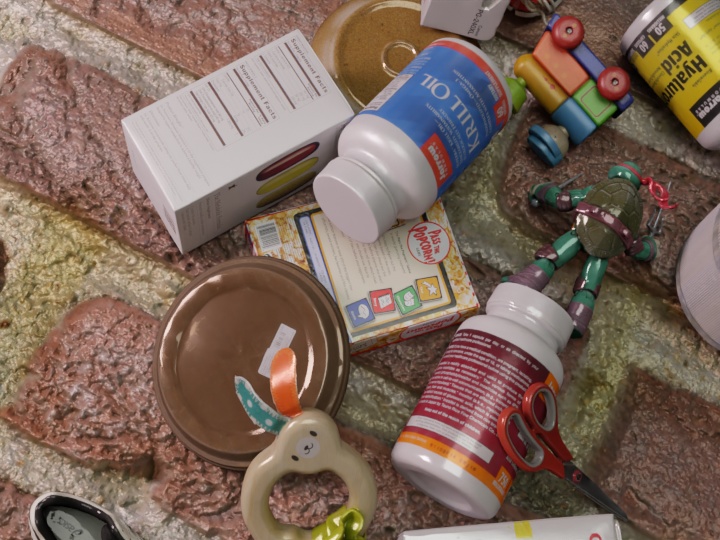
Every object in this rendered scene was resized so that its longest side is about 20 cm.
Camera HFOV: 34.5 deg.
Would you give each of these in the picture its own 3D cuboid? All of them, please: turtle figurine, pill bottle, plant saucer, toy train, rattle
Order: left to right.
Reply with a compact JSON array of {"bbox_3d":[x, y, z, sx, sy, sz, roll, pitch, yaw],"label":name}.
[{"bbox_3d":[-0.107,0.083,1.081,0.196,0.029,0.204,-3,78,13],"label":"plant saucer"},{"bbox_3d":[-0.052,0.189,0.990,0.128,0.203,0.143,0,27,11],"label":"rattle"},{"bbox_3d":[0.041,-0.217,1.227,0.196,0.036,0.204,2,71,-5],"label":"plant saucer"},{"bbox_3d":[0.048,-0.121,1.110,0.112,0.113,0.200,39,66,8],"label":"pill bottle"},{"bbox_3d":[0.120,0.118,1.081,0.112,0.113,0.202,29,72,5],"label":"pill bottle"},{"bbox_3d":[0.180,-0.215,1.214,0.115,0.085,0.200,-41,86,-3],"label":"toy train"},{"bbox_3d":[0.232,-0.042,1.159,0.149,0.101,0.201,33,77,6],"label":"turtle figurine"},{"bbox_3d":[0.374,-0.199,1.215,0.111,0.112,0.201,-35,78,-16],"label":"pill bottle"}]

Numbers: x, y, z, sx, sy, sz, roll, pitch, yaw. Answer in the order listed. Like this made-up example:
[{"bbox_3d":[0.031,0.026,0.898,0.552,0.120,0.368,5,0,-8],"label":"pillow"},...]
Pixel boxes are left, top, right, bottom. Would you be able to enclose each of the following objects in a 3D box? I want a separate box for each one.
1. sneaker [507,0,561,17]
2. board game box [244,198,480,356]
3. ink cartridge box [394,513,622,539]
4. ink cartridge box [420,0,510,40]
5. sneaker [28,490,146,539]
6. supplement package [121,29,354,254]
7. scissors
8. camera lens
[{"bbox_3d":[0.224,-0.360,1.267,0.077,0.085,0.200,43,73,10],"label":"sneaker"},{"bbox_3d":[0.000,0.000,1.144,0.197,0.046,0.154,-15,73,-11],"label":"board game box"},{"bbox_3d":[0.135,0.303,1.036,0.196,0.084,0.148,-3,72,-7],"label":"ink cartridge box"},{"bbox_3d":[0.120,-0.367,1.208,0.082,0.146,0.203,9,60,-8],"label":"ink cartridge box"},{"bbox_3d":[-0.210,0.262,1.014,0.198,0.088,0.076,29,69,3],"label":"sneaker"},{"bbox_3d":[-0.118,-0.126,1.139,0.198,0.114,0.110,-30,75,-14],"label":"supplement package"},{"bbox_3d":[0.185,0.187,1.058,0.073,0.014,0.201,-49,120,-28],"label":"scissors"},{"bbox_3d":[0.403,-0.010,1.107,0.157,0.200,0.163,2,71,-5],"label":"camera lens"}]
